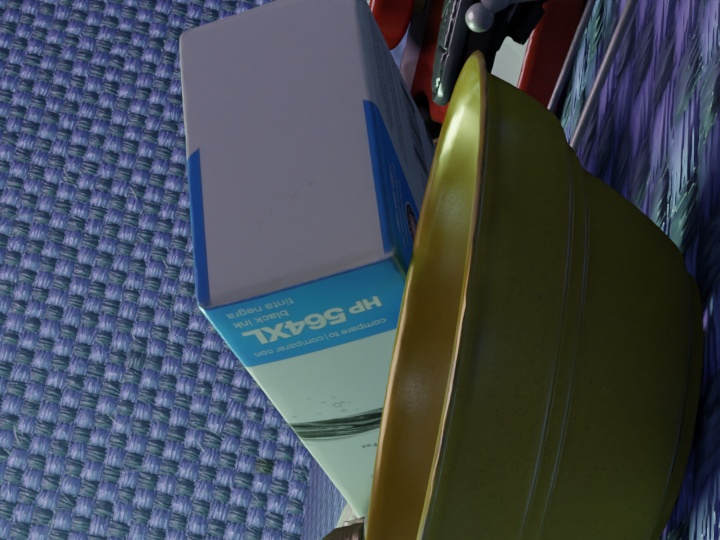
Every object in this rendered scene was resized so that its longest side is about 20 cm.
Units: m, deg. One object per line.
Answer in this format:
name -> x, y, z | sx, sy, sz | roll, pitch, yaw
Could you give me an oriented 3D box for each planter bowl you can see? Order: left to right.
planter bowl -> 0.056, 0.038, 0.563 | 0.200, 0.083, 0.202 | -169, 90, -86

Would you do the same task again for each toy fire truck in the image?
toy fire truck -> 0.053, -0.089, 0.977 | 0.168, 0.111, 0.201 | -128, 47, -57

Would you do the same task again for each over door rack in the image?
over door rack -> 0.077, -0.082, 0.739 | 0.148, 0.066, 0.202 | -172, 92, -88

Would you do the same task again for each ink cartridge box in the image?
ink cartridge box -> 0.000, 0.000, 0.772 | 0.200, 0.084, 0.147 | 60, -163, -52

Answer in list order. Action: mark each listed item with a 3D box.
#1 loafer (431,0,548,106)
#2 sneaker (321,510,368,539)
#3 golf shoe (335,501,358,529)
loafer -> 0.083, -0.170, 0.850 | 0.072, 0.062, 0.202 | 134, 150, -82
sneaker -> 0.025, 0.131, 0.771 | 0.201, 0.089, 0.068 | 105, 176, -53
golf shoe -> 0.031, 0.114, 0.923 | 0.092, 0.075, 0.202 | 116, 163, -67
